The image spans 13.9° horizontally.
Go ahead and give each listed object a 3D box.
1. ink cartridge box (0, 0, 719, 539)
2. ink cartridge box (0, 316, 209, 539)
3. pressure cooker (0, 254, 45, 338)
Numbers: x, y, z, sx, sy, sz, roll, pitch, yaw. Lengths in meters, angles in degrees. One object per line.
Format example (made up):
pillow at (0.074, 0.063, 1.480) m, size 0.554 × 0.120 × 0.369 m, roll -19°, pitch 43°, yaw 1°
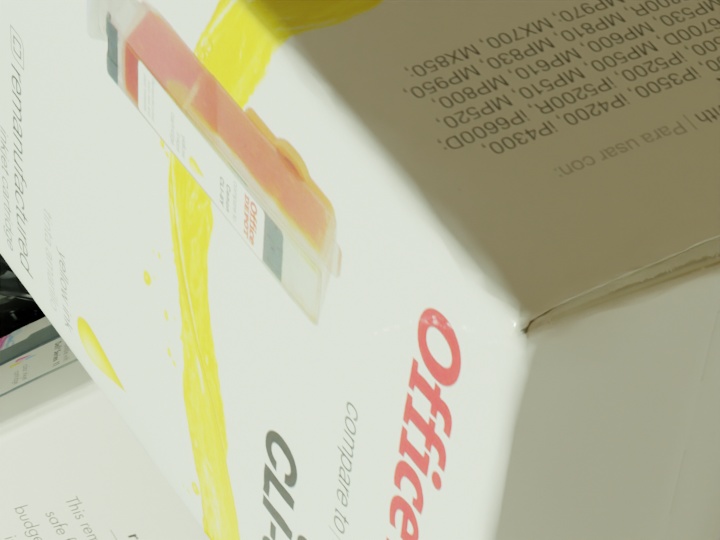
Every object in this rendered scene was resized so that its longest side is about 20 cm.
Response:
ink cartridge box at (0.001, -0.016, 0.555) m, size 0.200 × 0.083 × 0.145 m, roll 50°, pitch 149°, yaw 35°
ink cartridge box at (-0.063, 0.073, 0.772) m, size 0.117 × 0.200 × 0.067 m, roll 61°, pitch -168°, yaw -20°
pressure cooker at (-0.110, -0.058, 0.871) m, size 0.200 × 0.176 × 0.179 m, roll 53°, pitch 164°, yaw 36°
